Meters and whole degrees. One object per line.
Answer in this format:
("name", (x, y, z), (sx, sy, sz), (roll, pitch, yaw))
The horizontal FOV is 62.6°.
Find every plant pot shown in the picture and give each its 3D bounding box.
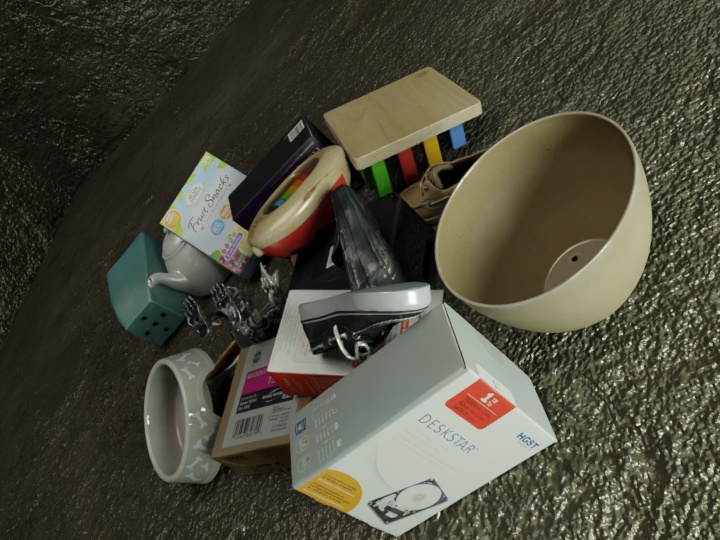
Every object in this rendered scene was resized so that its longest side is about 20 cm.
("plant pot", (0.186, -0.023, 0.559), (0.198, 0.134, 0.204), (-31, 39, 29))
("plant pot", (-0.457, 0.054, 1.303), (0.141, 0.140, 0.202), (-44, 41, 13))

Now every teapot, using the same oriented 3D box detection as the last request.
("teapot", (-0.350, -0.059, 1.254), (0.198, 0.145, 0.201), (-47, 33, 9))

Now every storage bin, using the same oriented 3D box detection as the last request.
("storage bin", (0.000, 0.000, 0.810), (0.197, 0.093, 0.138), (-21, 45, 39))

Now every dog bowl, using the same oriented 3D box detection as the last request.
("dog bowl", (-0.273, 0.223, 0.900), (0.197, 0.058, 0.207), (-3, 86, 50))

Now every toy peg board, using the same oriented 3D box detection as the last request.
("toy peg board", (0.066, -0.205, 0.915), (0.195, 0.099, 0.201), (-24, 36, -3))

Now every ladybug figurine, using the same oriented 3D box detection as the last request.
("ladybug figurine", (-0.082, -0.091, 0.849), (0.201, 0.072, 0.135), (-50, 25, -15))

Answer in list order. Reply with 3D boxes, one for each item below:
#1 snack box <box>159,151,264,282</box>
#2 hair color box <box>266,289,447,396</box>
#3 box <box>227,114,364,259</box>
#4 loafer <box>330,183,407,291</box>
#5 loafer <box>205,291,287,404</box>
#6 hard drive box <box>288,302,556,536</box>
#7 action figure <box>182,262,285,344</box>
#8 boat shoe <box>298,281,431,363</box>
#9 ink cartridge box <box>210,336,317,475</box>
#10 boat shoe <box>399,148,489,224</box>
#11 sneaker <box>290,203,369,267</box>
("snack box", (-0.259, -0.104, 1.148), (0.197, 0.068, 0.171), (29, 81, 13))
("hair color box", (0.002, 0.085, 0.687), (0.194, 0.064, 0.113), (-1, 54, 21))
("box", (-0.112, -0.139, 1.029), (0.199, 0.140, 0.080), (-43, 42, 16))
("loafer", (-0.008, -0.035, 0.704), (0.070, 0.068, 0.203), (-36, 40, 10))
("loafer", (-0.176, 0.117, 0.943), (0.072, 0.072, 0.203), (13, 70, 55))
("hard drive box", (0.053, 0.147, 0.552), (0.199, 0.155, 0.078), (-40, 35, 20))
("action figure", (-0.152, 0.050, 0.850), (0.117, 0.199, 0.104), (-31, 70, 21))
("boat shoe", (0.000, 0.055, 0.577), (0.197, 0.072, 0.070), (-15, 84, 50))
("ink cartridge box", (-0.100, 0.173, 0.796), (0.197, 0.075, 0.169), (-24, 44, 39))
("boat shoe", (0.114, -0.118, 0.798), (0.197, 0.064, 0.073), (-15, 48, 44))
("sneaker", (-0.034, -0.052, 0.928), (0.197, 0.079, 0.077), (-21, 73, 40))
